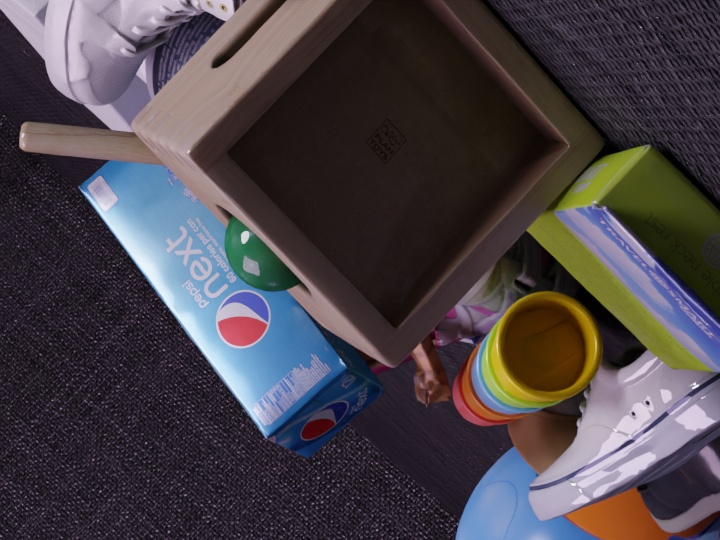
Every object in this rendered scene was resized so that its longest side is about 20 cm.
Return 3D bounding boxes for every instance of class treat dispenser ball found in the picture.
[{"bbox_3d":[0.163,0.201,2.025,0.201,0.201,0.201,43,174,6],"label":"treat dispenser ball"}]

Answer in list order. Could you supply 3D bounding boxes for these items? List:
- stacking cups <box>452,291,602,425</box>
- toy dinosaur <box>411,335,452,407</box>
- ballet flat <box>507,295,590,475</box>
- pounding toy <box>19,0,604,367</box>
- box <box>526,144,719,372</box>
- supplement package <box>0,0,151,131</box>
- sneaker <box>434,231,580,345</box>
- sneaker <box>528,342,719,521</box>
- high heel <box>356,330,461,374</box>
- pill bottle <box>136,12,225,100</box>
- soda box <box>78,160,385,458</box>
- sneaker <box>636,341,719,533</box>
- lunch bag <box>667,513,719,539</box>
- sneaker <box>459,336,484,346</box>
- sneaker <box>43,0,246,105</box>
[{"bbox_3d":[0.089,0.062,1.700,0.060,0.061,0.200,43,166,3],"label":"stacking cups"},{"bbox_3d":[0.000,0.000,1.718,0.200,0.060,0.106,45,-169,-38],"label":"toy dinosaur"},{"bbox_3d":[0.120,0.066,1.816,0.200,0.068,0.063,-101,10,-67],"label":"ballet flat"},{"bbox_3d":[-0.028,-0.065,1.487,0.184,0.200,0.142,46,173,-22],"label":"pounding toy"},{"bbox_3d":[0.151,-0.003,1.470,0.122,0.048,0.200,44,173,-6],"label":"box"},{"bbox_3d":[-0.153,-0.175,1.909,0.120,0.121,0.200,39,171,39],"label":"supplement package"},{"bbox_3d":[0.082,-0.010,1.709,0.088,0.082,0.200,-2,168,4],"label":"sneaker"},{"bbox_3d":[0.153,0.078,1.656,0.200,0.073,0.071,-40,72,48],"label":"sneaker"},{"bbox_3d":[0.042,0.032,1.860,0.068,0.096,0.200,52,142,-12],"label":"high heel"},{"bbox_3d":[-0.054,-0.112,1.708,0.200,0.120,0.120,37,171,48],"label":"pill bottle"},{"bbox_3d":[-0.074,0.010,1.718,0.200,0.064,0.068,53,-172,23],"label":"soda box"},{"bbox_3d":[0.189,0.089,1.770,0.106,0.075,0.200,48,165,2],"label":"sneaker"},{"bbox_3d":[0.253,0.210,1.750,0.200,0.151,0.094,37,171,44],"label":"lunch bag"},{"bbox_3d":[0.036,-0.008,2.001,0.199,0.081,0.115,41,171,11],"label":"sneaker"},{"bbox_3d":[-0.101,-0.148,1.624,0.115,0.074,0.200,38,132,20],"label":"sneaker"}]
